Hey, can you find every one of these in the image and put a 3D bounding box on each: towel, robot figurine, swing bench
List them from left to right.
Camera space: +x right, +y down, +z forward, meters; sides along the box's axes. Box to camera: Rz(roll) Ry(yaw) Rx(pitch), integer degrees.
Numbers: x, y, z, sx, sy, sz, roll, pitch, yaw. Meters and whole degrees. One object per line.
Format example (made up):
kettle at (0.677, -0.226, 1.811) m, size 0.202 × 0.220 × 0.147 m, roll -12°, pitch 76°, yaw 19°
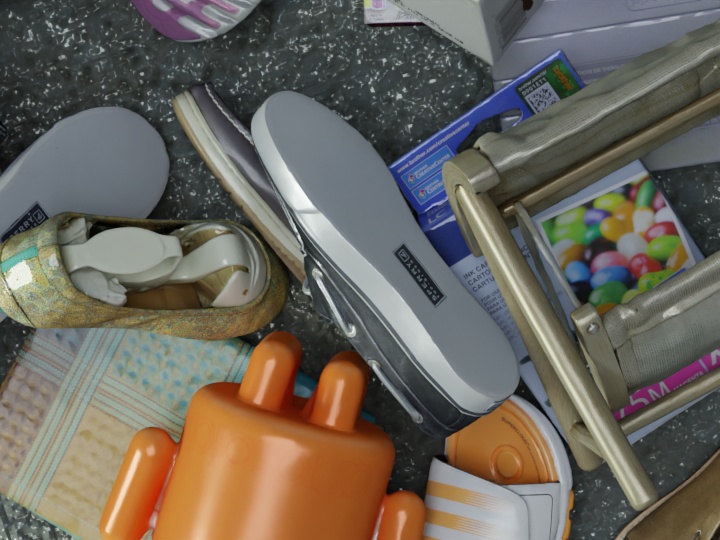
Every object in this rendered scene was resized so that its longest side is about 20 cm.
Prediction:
towel at (-0.105, 0.098, 1.622) m, size 0.200 × 0.022 × 0.147 m, roll 30°, pitch 96°, yaw 2°
robot figurine at (-0.052, 0.135, 1.553) m, size 0.144 × 0.117 × 0.200 m, roll 11°, pitch 97°, yaw -36°
swing bench at (0.168, -0.019, 1.480) m, size 0.199 × 0.130 × 0.200 m, roll -28°, pitch 99°, yaw -5°

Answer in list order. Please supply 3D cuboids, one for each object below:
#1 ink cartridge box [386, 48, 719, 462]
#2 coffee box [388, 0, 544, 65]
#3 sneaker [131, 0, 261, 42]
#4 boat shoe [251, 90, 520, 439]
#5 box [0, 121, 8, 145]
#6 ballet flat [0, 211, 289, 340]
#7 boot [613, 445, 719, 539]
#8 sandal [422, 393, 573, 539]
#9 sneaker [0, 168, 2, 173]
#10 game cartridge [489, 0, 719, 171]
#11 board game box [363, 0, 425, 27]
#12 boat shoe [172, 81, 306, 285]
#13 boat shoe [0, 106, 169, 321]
ink cartridge box at (0.116, -0.004, 1.563) m, size 0.119 × 0.042 × 0.200 m, roll -33°, pitch 103°, yaw 7°
coffee box at (0.080, -0.224, 1.518) m, size 0.114 × 0.080 × 0.200 m, roll 33°, pitch 77°, yaw 19°
sneaker at (-0.052, -0.210, 1.579) m, size 0.080 × 0.088 × 0.200 m, roll 38°, pitch 119°, yaw 3°
boat shoe at (0.000, 0.000, 1.528) m, size 0.200 × 0.072 × 0.068 m, roll 51°, pitch 129°, yaw -1°
box at (-0.296, -0.049, 1.582) m, size 0.200 × 0.046 × 0.159 m, roll -48°, pitch 45°, yaw 7°
ballet flat at (-0.101, -0.001, 1.539) m, size 0.071 × 0.200 × 0.071 m, roll 0°, pitch 90°, yaw 49°
boot at (0.181, 0.153, 1.571) m, size 0.074 × 0.075 × 0.200 m, roll 38°, pitch 98°, yaw 1°
sandal at (0.066, 0.169, 1.580) m, size 0.079 × 0.059 × 0.207 m, roll 5°, pitch 94°, yaw 33°
sneaker at (-0.237, 0.001, 1.588) m, size 0.078 × 0.116 × 0.200 m, roll -6°, pitch 94°, yaw 6°
game cartridge at (0.168, -0.118, 1.558) m, size 0.200 × 0.038 × 0.130 m, roll -8°, pitch 115°, yaw 10°
board game box at (0.100, -0.194, 1.586) m, size 0.200 × 0.032 × 0.120 m, roll -1°, pitch 89°, yaw 7°
boat shoe at (-0.021, -0.031, 1.588) m, size 0.065 × 0.072 × 0.200 m, roll -41°, pitch 92°, yaw 2°
boat shoe at (-0.181, -0.019, 1.569) m, size 0.066 × 0.200 × 0.072 m, roll -24°, pitch 109°, yaw 46°
